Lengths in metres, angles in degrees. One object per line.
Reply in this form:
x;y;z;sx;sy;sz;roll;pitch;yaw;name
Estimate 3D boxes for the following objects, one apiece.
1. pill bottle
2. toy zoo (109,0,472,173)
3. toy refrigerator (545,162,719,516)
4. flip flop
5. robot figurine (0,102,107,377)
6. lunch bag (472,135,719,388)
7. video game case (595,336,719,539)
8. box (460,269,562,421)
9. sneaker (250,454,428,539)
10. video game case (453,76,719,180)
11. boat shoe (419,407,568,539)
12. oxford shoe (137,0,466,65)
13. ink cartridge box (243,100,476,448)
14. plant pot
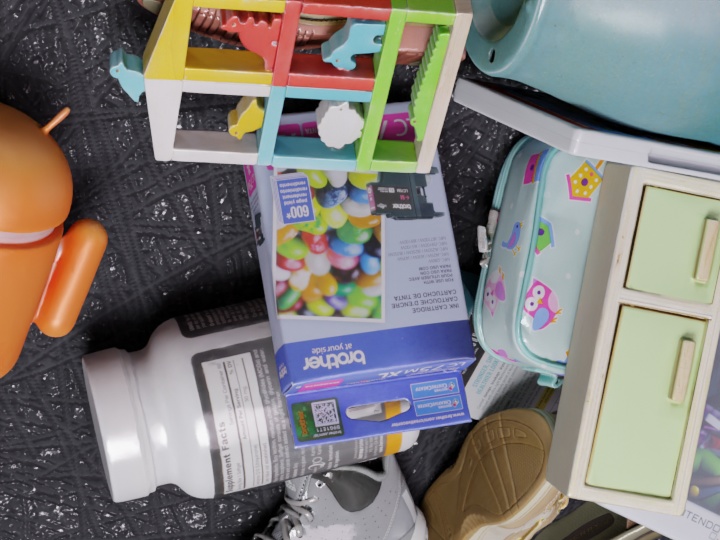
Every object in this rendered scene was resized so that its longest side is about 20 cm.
-0.070;0.078;1.304;0.198;0.117;0.117;-12;122;-10;pill bottle
-0.045;-0.112;1.186;0.198;0.021;0.132;3;138;-11;toy zoo
0.172;0.041;1.247;0.075;0.070;0.202;11;92;-8;toy refrigerator
0.191;0.140;1.396;0.199;0.081;0.058;-34;110;10;flip flop
-0.234;-0.014;1.198;0.143;0.117;0.201;28;114;13;robot figurine
0.168;0.001;1.330;0.199;0.077;0.162;11;93;-26;lunch bag
0.261;0.092;1.337;0.181;0.023;0.201;27;90;-30;video game case
0.134;0.070;1.403;0.199;0.049;0.083;19;112;-26;box
-0.057;0.173;1.397;0.199;0.075;0.116;-25;120;-15;sneaker
0.174;-0.081;1.259;0.199;0.143;0.018;8;103;-29;video game case
0.105;0.144;1.393;0.069;0.074;0.200;-2;157;-24;boat shoe
-0.033;-0.167;1.214;0.198;0.071;0.075;6;87;-16;oxford shoe
0.000;0.000;1.252;0.118;0.042;0.202;-7;79;-14;ink cartridge box
0.162;-0.170;1.178;0.186;0.200;0.201;2;119;-20;plant pot
